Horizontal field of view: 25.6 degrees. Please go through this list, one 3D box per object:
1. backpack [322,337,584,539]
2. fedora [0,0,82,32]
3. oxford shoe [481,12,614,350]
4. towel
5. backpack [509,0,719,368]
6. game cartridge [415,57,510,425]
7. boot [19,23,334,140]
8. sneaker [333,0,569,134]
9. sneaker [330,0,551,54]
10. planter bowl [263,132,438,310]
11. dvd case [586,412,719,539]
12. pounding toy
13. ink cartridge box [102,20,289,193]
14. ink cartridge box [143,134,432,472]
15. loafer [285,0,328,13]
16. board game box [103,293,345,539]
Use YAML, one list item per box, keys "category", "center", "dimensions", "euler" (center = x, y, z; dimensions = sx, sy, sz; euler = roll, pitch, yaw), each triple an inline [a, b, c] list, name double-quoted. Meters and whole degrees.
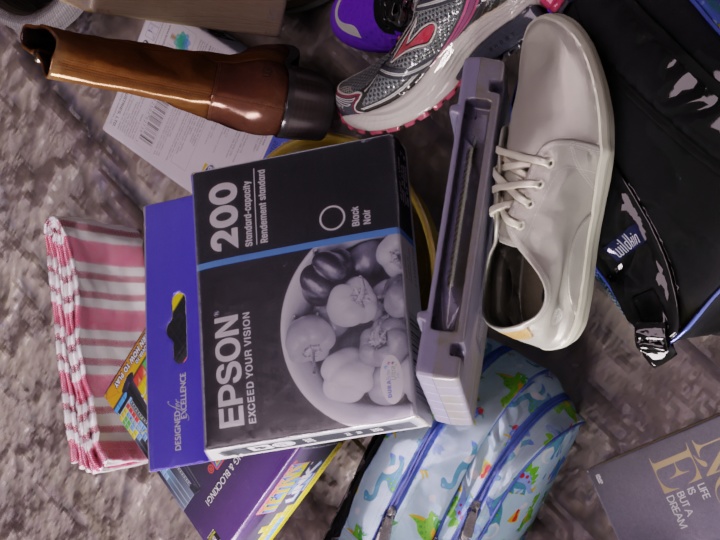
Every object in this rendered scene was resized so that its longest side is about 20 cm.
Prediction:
- category: "backpack"
  center: [0.062, 0.142, 1.079]
  dimensions: [0.153, 0.163, 0.201]
  euler: [15, 93, 26]
- category: "fedora"
  center: [-0.260, -0.298, 1.327]
  dimensions: [0.177, 0.090, 0.200]
  euler: [-24, 86, 36]
- category: "oxford shoe"
  center: [0.104, -0.049, 0.927]
  dimensions: [0.075, 0.058, 0.201]
  euler: [20, 111, 55]
- category: "towel"
  center: [-0.196, 0.057, 1.261]
  dimensions: [0.030, 0.146, 0.201]
  euler: [-9, 86, 16]
- category: "backpack"
  center: [0.200, -0.077, 0.967]
  dimensions: [0.200, 0.147, 0.183]
  euler: [53, 125, 23]
- category: "game cartridge"
  center: [0.065, -0.014, 0.980]
  dimensions: [0.038, 0.130, 0.201]
  euler: [8, 73, 6]
- category: "boot"
  center: [-0.138, -0.134, 1.104]
  dimensions: [0.188, 0.199, 0.069]
  euler: [-128, 50, -63]
- category: "sneaker"
  center: [0.050, -0.159, 1.016]
  dimensions: [0.075, 0.081, 0.200]
  euler: [43, 131, -14]
- category: "sneaker"
  center: [0.048, -0.196, 1.102]
  dimensions: [0.200, 0.099, 0.070]
  euler: [-3, 87, 35]
- category: "planter bowl"
  center: [0.000, 0.000, 1.148]
  dimensions: [0.200, 0.083, 0.201]
  euler: [5, 97, 40]
- category: "dvd case"
  center: [0.256, 0.159, 1.003]
  dimensions: [0.200, 0.016, 0.149]
  euler: [-29, 81, 32]
- category: "pounding toy"
  center: [-0.173, -0.271, 1.179]
  dimensions: [0.200, 0.184, 0.143]
  euler: [30, 112, 51]
- category: "ink cartridge box"
  center: [-0.112, -0.119, 1.257]
  dimensions: [0.200, 0.042, 0.120]
  euler: [36, 110, 32]
- category: "ink cartridge box"
  center: [-0.059, 0.021, 1.043]
  dimensions: [0.199, 0.043, 0.199]
  euler: [-11, 68, 16]
- category: "loafer"
  center: [-0.015, -0.268, 1.166]
  dimensions: [0.200, 0.070, 0.075]
  euler: [-41, 68, 29]
- category: "board game box"
  center: [-0.084, 0.079, 1.135]
  dimensions: [0.165, 0.057, 0.200]
  euler: [50, 123, 27]
